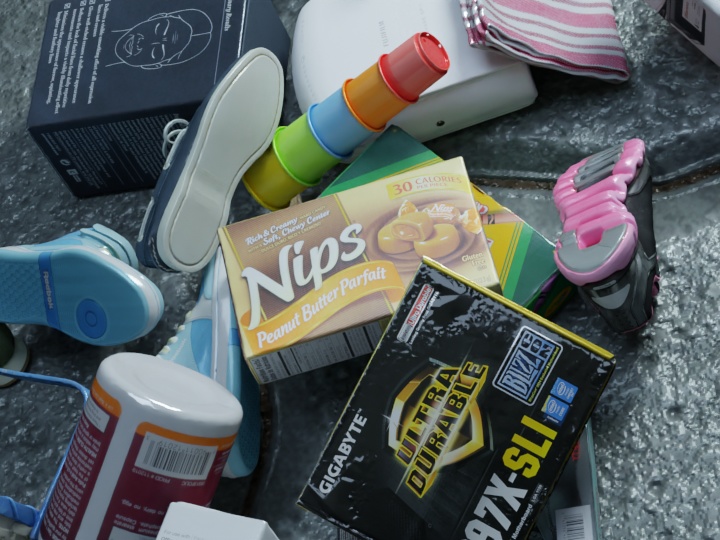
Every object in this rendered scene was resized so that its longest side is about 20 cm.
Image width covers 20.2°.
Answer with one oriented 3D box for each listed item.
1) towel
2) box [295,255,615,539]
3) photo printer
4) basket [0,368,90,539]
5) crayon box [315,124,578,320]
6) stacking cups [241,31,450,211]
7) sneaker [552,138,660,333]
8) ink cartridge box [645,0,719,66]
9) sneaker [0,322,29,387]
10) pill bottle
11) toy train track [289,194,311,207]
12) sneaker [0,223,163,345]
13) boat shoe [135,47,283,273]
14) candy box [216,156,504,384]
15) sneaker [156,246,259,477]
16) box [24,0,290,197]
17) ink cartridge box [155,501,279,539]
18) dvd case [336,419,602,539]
[{"bbox_3d":[0.148,-0.246,1.692,0.145,0.030,0.201,11,49,-22],"label":"towel"},{"bbox_3d":[0.069,0.116,1.439,0.159,0.049,0.201,28,87,9],"label":"box"},{"bbox_3d":[0.038,-0.185,1.722,0.199,0.070,0.167,-18,53,9],"label":"photo printer"},{"bbox_3d":[-0.305,0.169,1.574,0.175,0.139,0.201,9,72,28],"label":"basket"},{"bbox_3d":[0.059,-0.011,1.588,0.119,0.058,0.200,-45,62,-12],"label":"crayon box"},{"bbox_3d":[-0.008,-0.120,1.632,0.199,0.060,0.061,-33,47,29],"label":"stacking cups"},{"bbox_3d":[0.199,-0.025,1.552,0.079,0.096,0.200,-24,26,26],"label":"sneaker"},{"bbox_3d":[0.304,-0.252,1.593,0.200,0.084,0.145,43,78,7],"label":"ink cartridge box"},{"bbox_3d":[-0.385,0.052,1.717,0.199,0.090,0.068,1,59,23],"label":"sneaker"},{"bbox_3d":[-0.171,0.173,1.489,0.114,0.114,0.201,30,105,34],"label":"pill bottle"},{"bbox_3d":[-0.014,-0.042,1.670,0.199,0.033,0.115,-22,52,5],"label":"toy train track"},{"bbox_3d":[-0.208,0.005,1.652,0.199,0.080,0.130,11,18,37],"label":"sneaker"},{"bbox_3d":[-0.123,-0.089,1.626,0.062,0.075,0.201,4,69,48],"label":"boat shoe"},{"bbox_3d":[0.000,0.000,1.528,0.199,0.055,0.116,-17,61,4],"label":"candy box"},{"bbox_3d":[-0.148,0.073,1.605,0.130,0.080,0.201,-9,56,15],"label":"sneaker"},{"bbox_3d":[-0.175,-0.165,1.770,0.198,0.107,0.149,-7,55,18],"label":"box"},{"bbox_3d":[-0.111,0.286,1.415,0.084,0.145,0.201,8,61,24],"label":"ink cartridge box"},{"bbox_3d":[0.078,0.169,1.499,0.198,0.022,0.147,-12,54,15],"label":"dvd case"}]
